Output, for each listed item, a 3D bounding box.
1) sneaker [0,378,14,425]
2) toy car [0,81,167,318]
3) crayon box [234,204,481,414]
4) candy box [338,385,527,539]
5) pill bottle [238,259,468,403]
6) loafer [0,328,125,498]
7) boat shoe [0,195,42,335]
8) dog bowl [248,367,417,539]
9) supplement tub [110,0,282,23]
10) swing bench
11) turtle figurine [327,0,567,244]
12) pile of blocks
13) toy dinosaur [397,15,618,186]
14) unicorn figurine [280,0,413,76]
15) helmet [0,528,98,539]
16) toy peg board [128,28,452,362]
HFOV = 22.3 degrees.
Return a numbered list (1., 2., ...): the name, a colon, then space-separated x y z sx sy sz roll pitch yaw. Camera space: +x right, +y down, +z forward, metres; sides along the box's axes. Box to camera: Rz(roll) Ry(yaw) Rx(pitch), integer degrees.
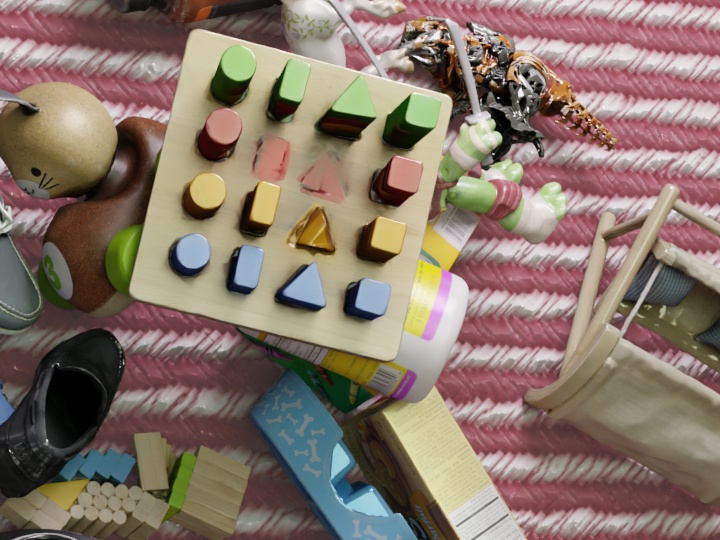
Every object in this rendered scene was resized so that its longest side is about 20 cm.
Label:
1. sneaker: -0.298 0.067 1.379 0.089 0.079 0.200 -44 95 -19
2. toy car: -0.228 -0.075 1.363 0.200 0.164 0.159 35 69 -25
3. crayon box: 0.000 0.000 1.494 0.119 0.058 0.201 38 61 -9
4. candy box: 0.068 0.191 1.463 0.055 0.115 0.201 -32 91 -21
5. pill bottle: -0.026 0.017 1.376 0.199 0.104 0.105 24 72 -6
6. loafer: -0.214 0.098 1.358 0.068 0.070 0.201 54 26 -13
7. boat shoe: -0.289 -0.033 1.334 0.200 0.061 0.073 55 35 -27
8. dog bowl: -0.018 0.172 1.444 0.049 0.111 0.201 -36 93 -9
9. supplement tub: -0.110 -0.263 1.497 0.199 0.107 0.108 -15 84 -22
10. swing bench: 0.278 0.069 1.556 0.198 0.130 0.201 28 72 -13
11. turtle figurine: 0.075 -0.108 1.433 0.193 0.143 0.201 21 66 -40
12. pile of blocks: -0.186 0.174 1.411 0.199 0.062 0.083 3 66 -27
13. toy dinosaur: 0.125 -0.153 1.567 0.199 0.102 0.136 10 52 11
14. unicorn figurine: -0.025 -0.169 1.512 0.137 0.074 0.201 -21 113 -13
15. helmet: -0.233 0.275 1.294 0.190 0.200 0.202 -4 81 -30
16. toy peg board: -0.043 -0.057 1.277 0.199 0.098 0.201 14 82 -7
